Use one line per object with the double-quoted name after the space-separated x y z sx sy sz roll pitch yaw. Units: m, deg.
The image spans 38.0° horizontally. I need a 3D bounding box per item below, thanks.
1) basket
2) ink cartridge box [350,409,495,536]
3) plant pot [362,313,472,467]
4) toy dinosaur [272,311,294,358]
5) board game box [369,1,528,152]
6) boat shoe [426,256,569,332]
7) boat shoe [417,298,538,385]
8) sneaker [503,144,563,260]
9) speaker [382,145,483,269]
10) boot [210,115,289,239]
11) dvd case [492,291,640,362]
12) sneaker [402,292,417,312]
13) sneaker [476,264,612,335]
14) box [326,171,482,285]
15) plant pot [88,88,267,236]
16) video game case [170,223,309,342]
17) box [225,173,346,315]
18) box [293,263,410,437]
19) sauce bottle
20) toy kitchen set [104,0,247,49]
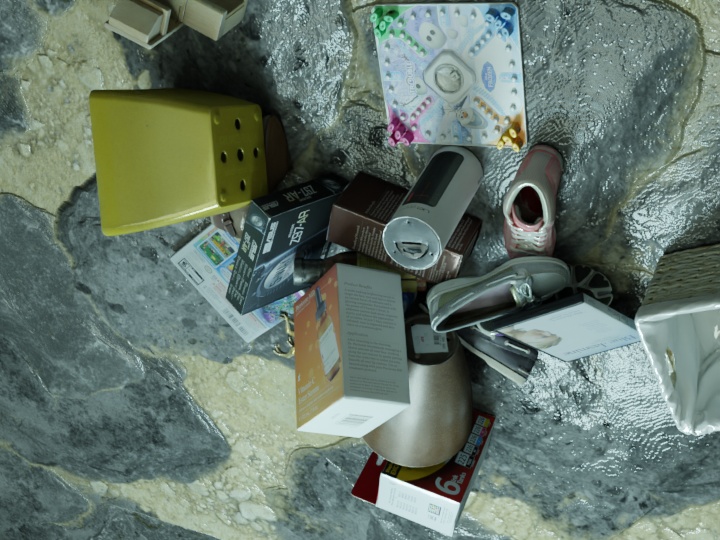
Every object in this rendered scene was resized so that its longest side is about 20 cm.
0.484 0.080 1.343 0.199 0.161 0.199 -13 116 32 "basket"
0.101 0.297 1.665 0.175 0.200 0.084 18 129 13 "ink cartridge box"
0.089 0.160 1.559 0.186 0.187 0.201 21 141 12 "plant pot"
-0.087 0.126 1.712 0.101 0.058 0.201 5 130 29 "toy dinosaur"
0.116 -0.252 1.380 0.199 0.026 0.201 6 125 23 "board game box"
0.191 0.036 1.434 0.201 0.065 0.075 -13 133 8 "boat shoe"
0.180 0.094 1.590 0.200 0.073 0.063 36 89 7 "boat shoe"
0.225 -0.061 1.412 0.075 0.105 0.201 14 129 15 "sneaker"
0.099 -0.086 1.391 0.081 0.200 0.082 13 128 17 "speaker"
-0.181 -0.140 1.580 0.145 0.070 0.201 9 113 29 "boot"
0.296 0.083 1.456 0.142 0.018 0.200 -22 150 35 "dvd case"
0.009 0.086 1.636 0.078 0.089 0.200 36 134 -1 "sneaker"
0.265 0.048 1.503 0.199 0.081 0.083 -14 159 23 "sneaker"
0.062 -0.058 1.498 0.199 0.100 0.075 24 131 10 "box"
-0.242 -0.159 1.476 0.175 0.200 0.201 2 100 26 "plant pot"
-0.197 0.010 1.730 0.182 0.024 0.200 -33 103 39 "video game case"
-0.110 -0.039 1.558 0.044 0.160 0.201 44 135 25 "box"
-0.017 0.116 1.482 0.106 0.201 0.152 10 150 -26 "box"
0.000 0.000 1.551 0.199 0.066 0.066 2 127 -2 "sauce bottle"
-0.258 -0.413 1.363 0.199 0.163 0.181 28 131 6 "toy kitchen set"
